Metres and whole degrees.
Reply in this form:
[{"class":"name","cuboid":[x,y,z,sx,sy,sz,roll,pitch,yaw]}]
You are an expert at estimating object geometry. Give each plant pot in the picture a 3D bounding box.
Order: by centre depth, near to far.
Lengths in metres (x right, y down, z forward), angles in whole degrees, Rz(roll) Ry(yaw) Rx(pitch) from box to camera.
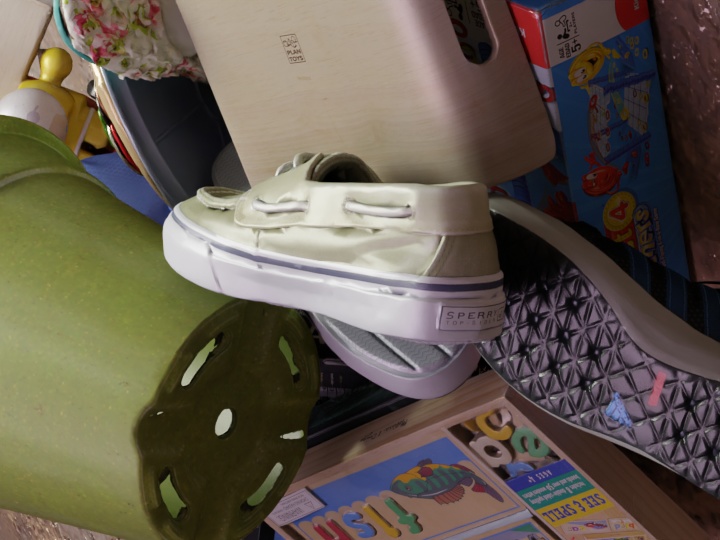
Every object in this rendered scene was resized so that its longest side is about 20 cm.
[{"class":"plant pot","cuboid":[-0.125,0.046,1.072,0.189,0.200,0.201,19,134,35]}]

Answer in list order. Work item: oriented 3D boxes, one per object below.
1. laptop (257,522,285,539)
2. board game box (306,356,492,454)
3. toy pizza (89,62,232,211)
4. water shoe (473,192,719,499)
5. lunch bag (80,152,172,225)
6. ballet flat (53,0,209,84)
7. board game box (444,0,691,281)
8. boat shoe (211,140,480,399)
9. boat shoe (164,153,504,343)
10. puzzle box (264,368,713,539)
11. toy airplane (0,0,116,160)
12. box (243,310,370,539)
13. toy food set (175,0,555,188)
[{"class":"laptop","cuboid":[0.044,0.175,1.220,0.200,0.103,0.178,47,149,30]},{"class":"board game box","cuboid":[0.033,0.111,1.124,0.135,0.028,0.200,42,141,-17]},{"class":"toy pizza","cuboid":[-0.089,-0.083,1.165,0.200,0.032,0.201,52,-156,-34]},{"class":"water shoe","cuboid":[0.121,0.032,0.914,0.200,0.079,0.072,36,124,22]},{"class":"lunch bag","cuboid":[-0.099,0.012,1.319,0.201,0.131,0.136,92,161,-46]},{"class":"ballet flat","cuboid":[-0.074,-0.126,1.097,0.064,0.200,0.076,-8,88,22]},{"class":"board game box","cuboid":[0.057,-0.060,1.017,0.200,0.056,0.197,29,140,51]},{"class":"boat shoe","cuboid":[0.000,0.000,1.061,0.200,0.072,0.062,48,172,45]},{"class":"boat shoe","cuboid":[-0.010,-0.017,0.930,0.199,0.072,0.062,13,101,49]},{"class":"puzzle box","cuboid":[0.052,0.119,1.076,0.133,0.025,0.200,42,140,-18]},{"class":"toy airplane","cuboid":[-0.218,-0.100,1.352,0.141,0.198,0.201,30,140,66]},{"class":"box","cuboid":[-0.035,0.097,1.256,0.201,0.159,0.044,89,-174,-47]},{"class":"toy food set","cuboid":[-0.007,-0.107,0.972,0.199,0.060,0.144,-1,115,54]}]
